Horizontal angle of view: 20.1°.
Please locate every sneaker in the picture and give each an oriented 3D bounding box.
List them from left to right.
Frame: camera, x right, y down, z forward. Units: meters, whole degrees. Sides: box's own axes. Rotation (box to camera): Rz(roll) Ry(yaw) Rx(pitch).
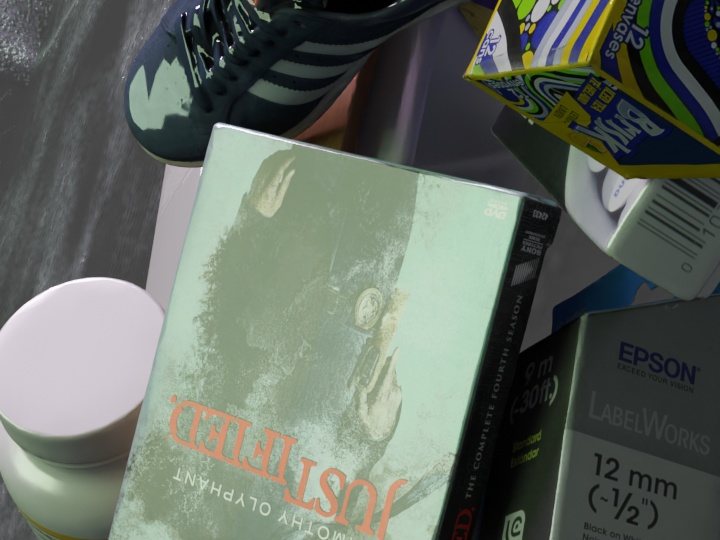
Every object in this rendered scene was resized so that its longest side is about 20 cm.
[{"bbox_3d":[-0.026,-0.097,0.692,0.200,0.084,0.075,-32,74,33],"label":"sneaker"}]

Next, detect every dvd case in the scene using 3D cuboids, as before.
[{"bbox_3d":[-0.019,0.060,0.667,0.146,0.022,0.201,17,94,42],"label":"dvd case"}]

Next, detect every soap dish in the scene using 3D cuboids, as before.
[{"bbox_3d":[0.000,0.000,0.797,0.157,0.081,0.201,47,-128,-60],"label":"soap dish"}]

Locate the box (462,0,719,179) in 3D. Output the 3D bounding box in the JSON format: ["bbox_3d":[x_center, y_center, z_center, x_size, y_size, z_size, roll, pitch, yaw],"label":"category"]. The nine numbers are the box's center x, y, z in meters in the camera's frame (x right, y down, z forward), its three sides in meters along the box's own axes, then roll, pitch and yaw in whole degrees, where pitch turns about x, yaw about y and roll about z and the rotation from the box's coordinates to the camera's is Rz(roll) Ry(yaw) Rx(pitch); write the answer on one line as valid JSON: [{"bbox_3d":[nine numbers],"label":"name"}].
[{"bbox_3d":[0.108,-0.127,0.557,0.070,0.064,0.201,4,67,65],"label":"box"}]

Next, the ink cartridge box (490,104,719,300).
[{"bbox_3d":[0.119,-0.109,0.661,0.199,0.043,0.200,-58,18,10],"label":"ink cartridge box"}]

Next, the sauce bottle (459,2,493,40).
[{"bbox_3d":[0.036,-0.118,0.957,0.066,0.066,0.201,138,147,-59],"label":"sauce bottle"}]

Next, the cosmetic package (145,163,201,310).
[{"bbox_3d":[-0.049,-0.015,1.055,0.090,0.106,0.201,129,155,-51],"label":"cosmetic package"}]

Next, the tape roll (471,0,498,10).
[{"bbox_3d":[0.085,-0.194,0.772,0.200,0.065,0.201,21,-90,-89],"label":"tape roll"}]

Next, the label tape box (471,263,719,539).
[{"bbox_3d":[0.061,0.074,0.676,0.143,0.066,0.201,140,142,-60],"label":"label tape box"}]

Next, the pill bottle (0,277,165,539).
[{"bbox_3d":[-0.103,0.095,0.950,0.200,0.112,0.113,73,-162,-52],"label":"pill bottle"}]
